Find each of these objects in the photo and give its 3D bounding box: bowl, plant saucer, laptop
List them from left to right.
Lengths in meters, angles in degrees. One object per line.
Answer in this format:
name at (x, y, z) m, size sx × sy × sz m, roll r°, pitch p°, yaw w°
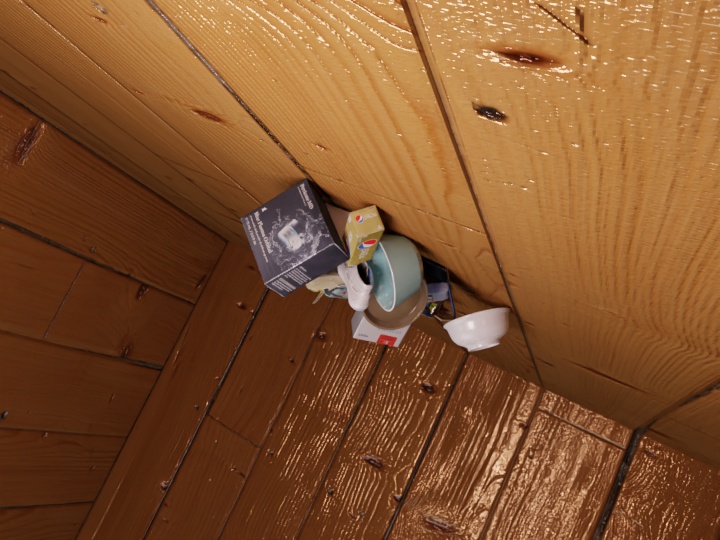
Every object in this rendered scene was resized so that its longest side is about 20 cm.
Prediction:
plant saucer at (0.091, 0.072, 1.644) m, size 0.198 × 0.201 × 0.030 m, roll 29°, pitch -165°, yaw -21°
bowl at (0.091, -0.007, 1.505) m, size 0.103 × 0.204 × 0.200 m, roll -15°, pitch -176°, yaw -16°
laptop at (0.201, 0.047, 1.684) m, size 0.198 × 0.105 × 0.177 m, roll 25°, pitch 172°, yaw 14°
bowl at (0.347, 0.178, 1.714) m, size 0.197 × 0.092 × 0.201 m, roll -12°, pitch 165°, yaw -3°

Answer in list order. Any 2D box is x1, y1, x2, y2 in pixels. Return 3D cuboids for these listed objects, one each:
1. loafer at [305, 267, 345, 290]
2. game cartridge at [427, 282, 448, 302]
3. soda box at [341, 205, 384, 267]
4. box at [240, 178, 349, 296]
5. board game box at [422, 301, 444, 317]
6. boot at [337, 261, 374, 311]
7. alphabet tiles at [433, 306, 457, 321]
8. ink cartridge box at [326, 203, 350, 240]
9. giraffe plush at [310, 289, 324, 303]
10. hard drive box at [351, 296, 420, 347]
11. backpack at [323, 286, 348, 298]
loafer at (-0.072, 0.014, 1.645) m, size 0.197 × 0.069 × 0.076 m, roll 0°, pitch -132°, yaw -27°
game cartridge at (0.177, 0.075, 1.841) m, size 0.196 × 0.042 × 0.133 m, roll -9°, pitch 161°, yaw 8°
soda box at (0.001, -0.079, 1.424) m, size 0.200 × 0.067 × 0.065 m, roll 114°, pitch 136°, yaw -69°
box at (-0.160, -0.079, 1.449) m, size 0.199 × 0.198 × 0.117 m, roll 65°, pitch -171°, yaw 24°
board game box at (0.178, 0.084, 1.998) m, size 0.198 × 0.058 × 0.165 m, roll 25°, pitch -168°, yaw 17°
boot at (-0.005, 0.004, 1.558) m, size 0.072 × 0.096 × 0.202 m, roll 4°, pitch -139°, yaw -23°
alphabet tiles at (0.244, 0.128, 2.060) m, size 0.165 × 0.008 × 0.199 m, roll 8°, pitch -160°, yaw -43°
ink cartridge box at (-0.053, -0.104, 1.627) m, size 0.143 × 0.086 × 0.200 m, roll 23°, pitch 173°, yaw 26°
giraffe plush at (-0.154, -0.016, 1.995) m, size 0.171 × 0.201 × 0.163 m, roll -20°, pitch 117°, yaw 36°
hard drive box at (0.078, 0.119, 1.751) m, size 0.153 × 0.202 × 0.077 m, roll 12°, pitch -143°, yaw -17°
backpack at (0.000, 0.000, 1.802) m, size 0.197 × 0.178 × 0.153 m, roll 18°, pitch 146°, yaw -22°
